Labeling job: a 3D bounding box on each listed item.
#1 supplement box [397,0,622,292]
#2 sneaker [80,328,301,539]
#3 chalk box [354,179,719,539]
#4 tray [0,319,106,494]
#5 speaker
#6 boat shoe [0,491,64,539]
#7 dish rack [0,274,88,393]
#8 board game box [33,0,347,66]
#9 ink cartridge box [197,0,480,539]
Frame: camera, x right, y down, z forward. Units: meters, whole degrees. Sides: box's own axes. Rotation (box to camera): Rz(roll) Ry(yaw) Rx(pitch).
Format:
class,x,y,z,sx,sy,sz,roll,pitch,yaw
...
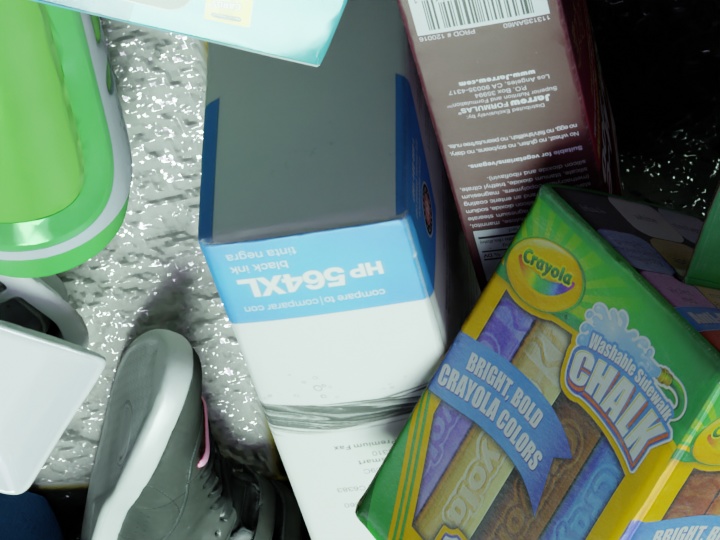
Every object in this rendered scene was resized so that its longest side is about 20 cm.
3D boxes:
class,x,y,z,sx,sy,sz,roll,pitch,yaw
supplement box,0.057,-0.083,1.133,0.061,0.109,0.200,-9,137,8
sneaker,-0.069,0.094,1.358,0.099,0.071,0.200,8,142,-10
chalk box,0.114,0.053,1.109,0.124,0.124,0.200,10,118,-41
tray,-0.217,0.033,1.263,0.199,0.022,0.107,18,134,-18
speaker,-0.142,-0.090,1.147,0.088,0.089,0.200,-4,137,5
boat shoe,-0.207,0.135,1.348,0.068,0.084,0.200,-22,157,23
dish rack,-0.235,0.015,1.290,0.200,0.044,0.172,-30,130,28
board game box,-0.101,-0.158,1.025,0.199,0.151,0.047,12,136,-11
ink cartridge box,0.000,0.000,1.195,0.084,0.146,0.200,-8,136,8
